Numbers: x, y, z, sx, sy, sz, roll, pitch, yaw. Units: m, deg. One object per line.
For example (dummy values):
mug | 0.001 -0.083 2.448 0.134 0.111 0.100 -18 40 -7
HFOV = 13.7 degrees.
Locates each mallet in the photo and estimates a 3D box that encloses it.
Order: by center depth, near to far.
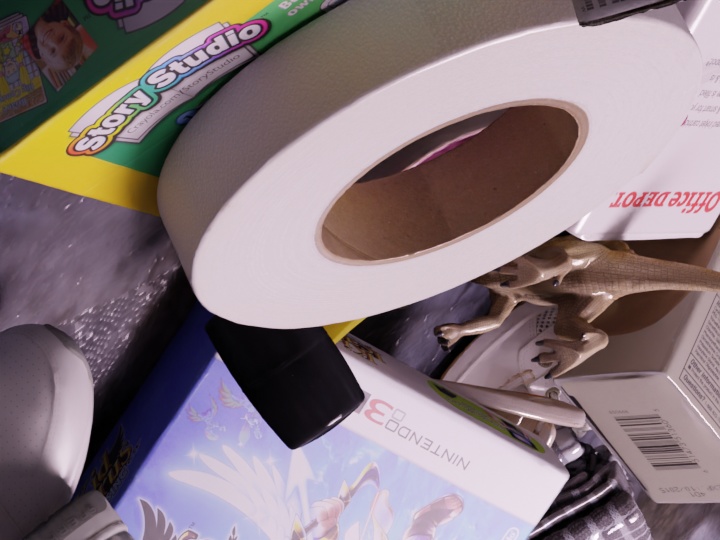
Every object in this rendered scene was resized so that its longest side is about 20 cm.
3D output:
mallet | 0.000 0.000 1.251 0.041 0.066 0.200 -34 -170 36

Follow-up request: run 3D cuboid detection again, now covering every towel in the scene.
towel | 0.075 0.165 1.538 0.165 0.086 0.200 -28 156 2

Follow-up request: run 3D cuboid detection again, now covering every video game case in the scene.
video game case | -0.037 0.124 1.296 0.181 0.045 0.200 29 100 -28

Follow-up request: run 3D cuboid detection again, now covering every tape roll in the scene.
tape roll | 0.026 -0.045 1.074 0.203 0.037 0.203 -21 157 -9

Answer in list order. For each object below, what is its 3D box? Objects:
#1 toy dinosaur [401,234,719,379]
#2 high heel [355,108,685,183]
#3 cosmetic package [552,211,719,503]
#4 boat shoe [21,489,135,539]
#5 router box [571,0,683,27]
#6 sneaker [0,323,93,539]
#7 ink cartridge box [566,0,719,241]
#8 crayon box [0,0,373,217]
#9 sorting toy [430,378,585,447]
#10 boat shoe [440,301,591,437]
toy dinosaur | 0.095 0.003 1.332 0.101 0.200 0.058 -39 128 -58
high heel | 0.041 -0.043 1.235 0.200 0.067 0.096 -37 133 1
cosmetic package | 0.181 0.006 1.475 0.105 0.071 0.200 50 53 -31
boat shoe | -0.110 0.152 1.163 0.074 0.065 0.202 -38 165 -28
router box | 0.091 -0.196 1.006 0.149 0.051 0.200 -32 106 -59
sneaker | -0.176 0.097 1.109 0.200 0.070 0.080 -49 152 -6
ink cartridge box | 0.146 -0.119 1.353 0.145 0.084 0.200 -2 125 -58
crayon box | -0.018 -0.096 1.042 0.200 0.058 0.172 -34 157 20
sorting toy | -0.027 0.113 1.361 0.180 0.107 0.200 16 106 -46
boat shoe | 0.104 0.051 1.521 0.200 0.069 0.071 -42 156 -18
